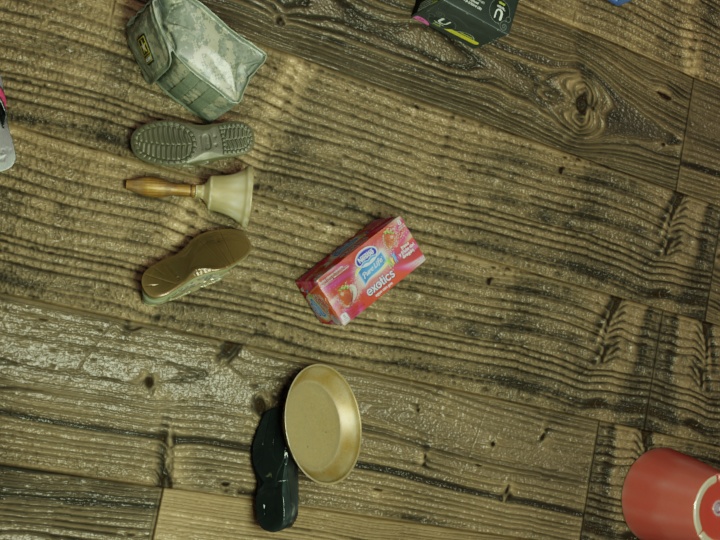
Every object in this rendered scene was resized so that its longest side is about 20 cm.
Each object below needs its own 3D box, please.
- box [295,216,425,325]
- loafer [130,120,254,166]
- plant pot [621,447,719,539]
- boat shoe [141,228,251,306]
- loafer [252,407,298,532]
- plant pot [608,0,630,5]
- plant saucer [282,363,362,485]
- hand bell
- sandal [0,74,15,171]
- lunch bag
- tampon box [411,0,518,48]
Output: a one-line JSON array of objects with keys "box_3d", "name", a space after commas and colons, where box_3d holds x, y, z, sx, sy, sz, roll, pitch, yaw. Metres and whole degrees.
[{"box_3d": [0.000, 0.000, 1.705, 0.199, 0.099, 0.096, -38, 104, -21], "name": "box"}, {"box_3d": [-0.272, -0.202, 1.599, 0.197, 0.067, 0.077, -1, 86, -10], "name": "loafer"}, {"box_3d": [0.655, 0.464, 1.971, 0.198, 0.177, 0.203, 1, 88, -25], "name": "plant pot"}, {"box_3d": [-0.269, -0.006, 1.604, 0.199, 0.063, 0.074, -26, 74, -26], "name": "boat shoe"}, {"box_3d": [-0.138, 0.334, 1.660, 0.072, 0.072, 0.203, 20, 69, -63], "name": "loafer"}, {"box_3d": [0.518, -0.668, 1.921, 0.199, 0.199, 0.182, 27, 72, -22], "name": "plant pot"}, {"box_3d": [-0.072, 0.261, 1.666, 0.199, 0.035, 0.203, 22, 61, -47], "name": "plant saucer"}, {"box_3d": [-0.278, -0.131, 1.595, 0.197, 0.104, 0.106, 6, 86, -13], "name": "hand bell"}, {"box_3d": [-0.560, -0.248, 1.469, 0.074, 0.045, 0.202, -19, 97, -25], "name": "sandal"}, {"box_3d": [-0.272, -0.339, 1.544, 0.199, 0.164, 0.118, 36, 71, -20], "name": "lunch bag"}, {"box_3d": [0.207, -0.537, 1.802, 0.149, 0.126, 0.202, 21, 81, -23], "name": "tampon box"}]
